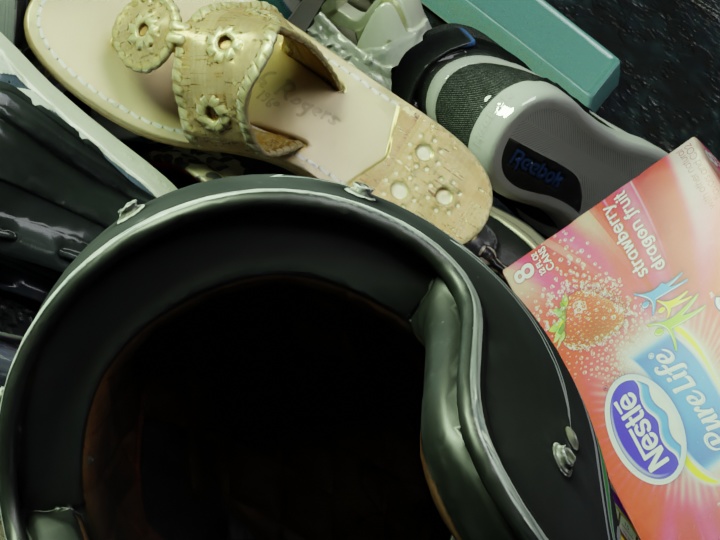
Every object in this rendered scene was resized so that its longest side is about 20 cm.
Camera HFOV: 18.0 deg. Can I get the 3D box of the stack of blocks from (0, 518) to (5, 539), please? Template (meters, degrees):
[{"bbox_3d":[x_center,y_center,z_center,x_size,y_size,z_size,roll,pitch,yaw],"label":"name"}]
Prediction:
[{"bbox_3d":[-0.058,0.125,0.821,0.199,0.059,0.116,13,42,-29],"label":"stack of blocks"}]

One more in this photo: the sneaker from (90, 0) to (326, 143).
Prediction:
[{"bbox_3d":[-0.062,-0.132,0.994,0.070,0.201,0.093,44,42,20],"label":"sneaker"}]

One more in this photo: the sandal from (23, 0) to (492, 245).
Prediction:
[{"bbox_3d":[-0.033,-0.078,0.928,0.211,0.070,0.078,29,70,-7],"label":"sandal"}]

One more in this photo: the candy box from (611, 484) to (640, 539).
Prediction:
[{"bbox_3d":[0.131,0.144,0.907,0.201,0.026,0.102,54,12,-9],"label":"candy box"}]

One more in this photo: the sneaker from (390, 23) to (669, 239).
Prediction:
[{"bbox_3d":[0.087,-0.063,1.115,0.112,0.073,0.200,43,4,38],"label":"sneaker"}]

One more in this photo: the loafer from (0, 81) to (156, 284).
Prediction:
[{"bbox_3d":[-0.092,0.004,0.860,0.200,0.068,0.071,34,74,-27],"label":"loafer"}]

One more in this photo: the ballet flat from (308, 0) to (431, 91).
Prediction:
[{"bbox_3d":[-0.010,-0.134,1.149,0.200,0.072,0.072,42,36,7],"label":"ballet flat"}]

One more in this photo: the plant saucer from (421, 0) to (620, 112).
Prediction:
[{"bbox_3d":[0.061,-0.159,1.276,0.199,0.019,0.070,38,35,3],"label":"plant saucer"}]

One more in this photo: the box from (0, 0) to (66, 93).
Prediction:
[{"bbox_3d":[-0.119,-0.174,1.012,0.048,0.159,0.200,21,36,17],"label":"box"}]

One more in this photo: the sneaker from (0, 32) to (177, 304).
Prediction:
[{"bbox_3d":[-0.159,-0.044,0.915,0.199,0.075,0.085,33,33,-4],"label":"sneaker"}]

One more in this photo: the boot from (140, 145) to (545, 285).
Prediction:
[{"bbox_3d":[0.000,0.000,0.998,0.150,0.073,0.200,-18,60,-49],"label":"boot"}]

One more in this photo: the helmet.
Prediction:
[{"bbox_3d":[-0.016,0.071,0.701,0.199,0.201,0.191,7,39,-34],"label":"helmet"}]

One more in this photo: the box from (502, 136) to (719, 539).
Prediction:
[{"bbox_3d":[0.150,0.063,0.893,0.095,0.099,0.201,34,26,-54],"label":"box"}]

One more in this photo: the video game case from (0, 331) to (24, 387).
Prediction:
[{"bbox_3d":[-0.080,0.049,0.852,0.199,0.019,0.143,13,2,-28],"label":"video game case"}]
